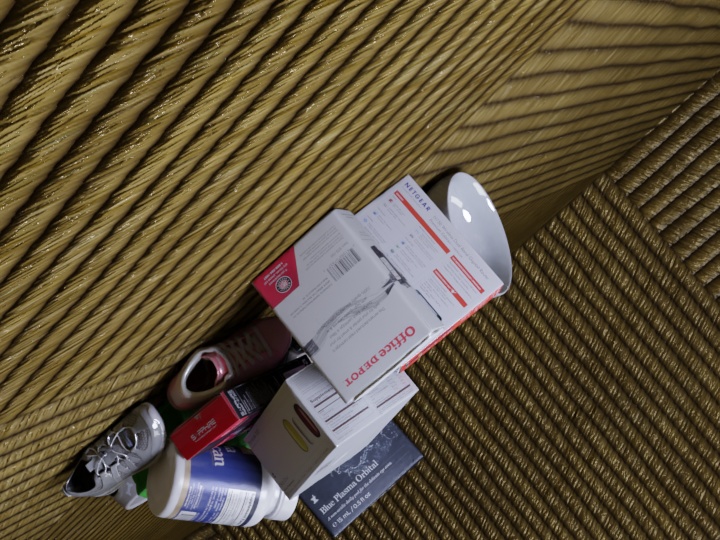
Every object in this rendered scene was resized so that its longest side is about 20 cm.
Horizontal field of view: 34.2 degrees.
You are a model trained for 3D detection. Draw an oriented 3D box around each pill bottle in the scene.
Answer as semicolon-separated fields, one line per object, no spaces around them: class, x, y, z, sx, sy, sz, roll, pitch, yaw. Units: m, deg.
pill bottle;-0.193;0.305;1.669;0.200;0.111;0.111;14;140;-29

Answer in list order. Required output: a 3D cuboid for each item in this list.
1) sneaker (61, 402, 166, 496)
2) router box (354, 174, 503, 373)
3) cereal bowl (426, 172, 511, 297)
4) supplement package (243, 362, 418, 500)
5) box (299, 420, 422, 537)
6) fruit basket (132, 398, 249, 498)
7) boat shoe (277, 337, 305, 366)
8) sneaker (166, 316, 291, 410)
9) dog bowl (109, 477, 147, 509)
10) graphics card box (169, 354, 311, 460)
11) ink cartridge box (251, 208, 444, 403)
sneaker;-0.341;0.261;1.626;0.200;0.075;0.082;-49;161;29
router box;0.057;0.004;1.553;0.179;0.200;0.049;-37;168;-12
cereal bowl;0.148;-0.044;1.767;0.083;0.200;0.200;-21;-179;28
supplement package;-0.044;0.196;1.587;0.156;0.111;0.200;-30;165;-35
box;-0.036;0.303;1.935;0.197;0.200;0.117;-41;171;-9
fruit basket;-0.231;0.276;1.802;0.215;0.156;0.216;-19;151;-11
boat shoe;-0.136;0.183;1.799;0.075;0.093;0.200;-12;121;-58
sneaker;-0.174;0.125;1.621;0.200;0.075;0.105;-32;174;-19
dog bowl;-0.352;0.339;2.033;0.200;0.059;0.200;-39;172;-7
graphics card box;-0.157;0.190;1.636;0.125;0.051;0.200;-40;170;32
ink cartridge box;-0.013;0.045;1.469;0.145;0.200;0.083;-41;171;12
